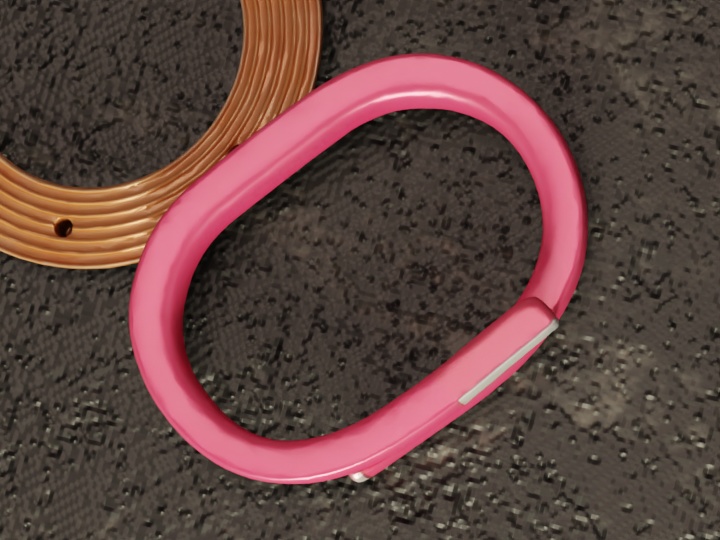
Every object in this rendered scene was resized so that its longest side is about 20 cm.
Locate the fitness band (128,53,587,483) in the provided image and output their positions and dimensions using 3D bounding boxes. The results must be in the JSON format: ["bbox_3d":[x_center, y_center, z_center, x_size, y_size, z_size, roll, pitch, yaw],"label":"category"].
[{"bbox_3d":[0.000,0.000,1.100,0.200,0.037,0.144,-37,77,3],"label":"fitness band"}]

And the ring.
[{"bbox_3d":[-0.111,-0.098,1.165,0.200,0.019,0.201,-3,79,14],"label":"ring"}]
